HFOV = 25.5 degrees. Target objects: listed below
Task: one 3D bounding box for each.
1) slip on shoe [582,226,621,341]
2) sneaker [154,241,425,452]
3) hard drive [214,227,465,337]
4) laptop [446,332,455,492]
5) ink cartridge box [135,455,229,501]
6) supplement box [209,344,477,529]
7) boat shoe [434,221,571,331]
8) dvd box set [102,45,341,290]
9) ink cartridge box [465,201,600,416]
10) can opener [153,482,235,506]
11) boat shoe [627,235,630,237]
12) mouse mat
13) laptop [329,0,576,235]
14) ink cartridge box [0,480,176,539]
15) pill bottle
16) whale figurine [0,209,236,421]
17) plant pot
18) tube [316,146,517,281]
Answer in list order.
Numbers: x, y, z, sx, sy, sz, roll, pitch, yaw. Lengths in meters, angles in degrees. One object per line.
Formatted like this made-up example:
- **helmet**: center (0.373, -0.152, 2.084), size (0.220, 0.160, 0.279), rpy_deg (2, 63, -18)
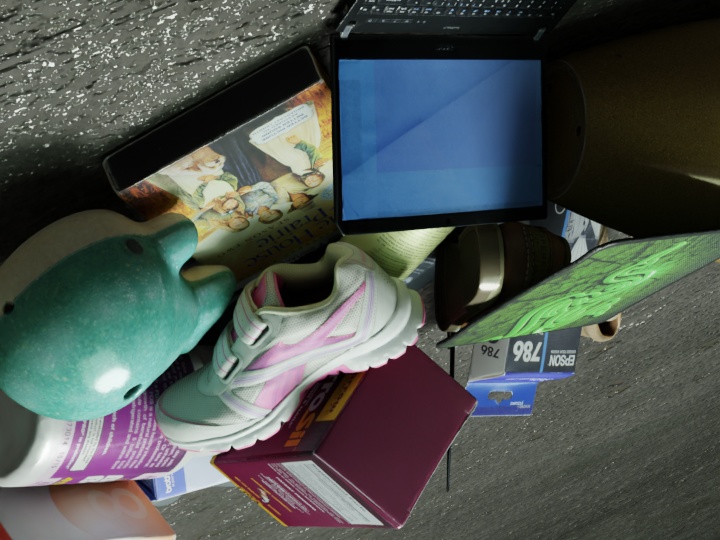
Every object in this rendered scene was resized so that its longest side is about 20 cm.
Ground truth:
- **slip on shoe**: center (0.200, 0.014, 1.367), size (0.076, 0.060, 0.200), rpy_deg (-59, 167, -19)
- **sneaker**: center (-0.060, 0.044, 1.072), size (0.199, 0.082, 0.088), rpy_deg (-33, 122, 4)
- **hard drive**: center (0.000, 0.000, 1.213), size (0.199, 0.033, 0.139), rpy_deg (-37, 154, 26)
- **laptop**: center (0.125, 0.061, 1.321), size (0.199, 0.116, 0.188), rpy_deg (-31, 160, -10)
- **ink cartridge box**: center (-0.126, 0.136, 1.287), size (0.198, 0.042, 0.119), rpy_deg (-15, -162, -26)
- **supplement box**: center (-0.017, 0.119, 1.162), size (0.111, 0.086, 0.200), rpy_deg (-55, -164, -22)
- **boat shoe**: center (0.095, 0.006, 1.111), size (0.067, 0.073, 0.200), rpy_deg (-1, 178, -8)
- **dvd box set**: center (-0.061, -0.059, 1.032), size (0.145, 0.030, 0.200), rpy_deg (-28, 156, 6)
- **ink cartridge box**: center (0.134, 0.018, 1.213), size (0.039, 0.202, 0.099), rpy_deg (15, -172, 40)
- **can opener**: center (-0.156, 0.178, 1.407), size (0.052, 0.067, 0.199), rpy_deg (-36, 159, 23)
- **boat shoe**: center (0.249, -0.038, 1.326), size (0.074, 0.074, 0.200), rpy_deg (-33, 156, 20)
- **mouse mat**: center (0.160, 0.012, 1.057), size (0.160, 0.008, 0.200), rpy_deg (-7, 164, -34)
- **laptop**: center (0.081, -0.123, 0.942), size (0.176, 0.104, 0.200), rpy_deg (-6, 151, -38)
- **ink cartridge box**: center (-0.249, 0.151, 1.125), size (0.199, 0.162, 0.050), rpy_deg (13, 116, -52)
- **pill bottle**: center (-0.178, 0.095, 1.137), size (0.199, 0.113, 0.112), rpy_deg (4, 144, -47)
- **whale figurine**: center (-0.145, 0.036, 0.993), size (0.159, 0.104, 0.199), rpy_deg (-47, 156, 18)
- **plant pot**: center (0.218, -0.091, 1.088), size (0.198, 0.188, 0.187), rpy_deg (1, 149, -20)
- **tube**: center (0.026, -0.028, 1.089), size (0.200, 0.058, 0.052), rpy_deg (-47, -178, 34)
